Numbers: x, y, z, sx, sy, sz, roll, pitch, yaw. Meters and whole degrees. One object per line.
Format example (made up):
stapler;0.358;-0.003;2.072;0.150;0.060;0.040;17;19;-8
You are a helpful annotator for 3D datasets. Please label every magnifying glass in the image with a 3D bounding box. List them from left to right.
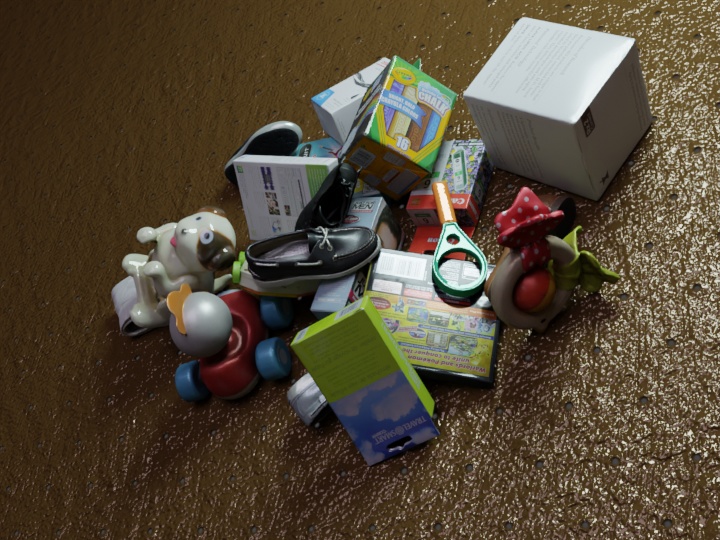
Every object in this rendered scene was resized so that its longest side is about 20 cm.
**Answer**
magnifying glass;0.132;-0.049;1.241;0.078;0.023;0.203;-7;52;-3

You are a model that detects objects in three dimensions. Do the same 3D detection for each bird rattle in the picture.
bird rattle;0.233;0.002;1.105;0.112;0.198;0.165;40;105;43

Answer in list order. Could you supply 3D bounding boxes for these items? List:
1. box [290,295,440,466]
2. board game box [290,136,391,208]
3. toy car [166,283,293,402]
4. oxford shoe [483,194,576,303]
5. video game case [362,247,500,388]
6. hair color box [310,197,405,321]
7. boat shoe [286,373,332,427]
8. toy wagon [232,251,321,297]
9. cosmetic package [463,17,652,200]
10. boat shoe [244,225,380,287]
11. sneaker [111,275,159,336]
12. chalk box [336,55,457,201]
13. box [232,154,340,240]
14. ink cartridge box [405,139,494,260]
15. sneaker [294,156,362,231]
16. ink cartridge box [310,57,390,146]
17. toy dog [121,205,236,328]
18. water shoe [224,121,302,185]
box;0.010;0.148;1.136;0.120;0.202;0.048;-27;14;21
board game box;-0.037;-0.162;1.477;0.196;0.047;0.154;-8;53;25
toy car;-0.226;0.079;1.305;0.181;0.201;0.180;-15;50;19
oxford shoe;0.225;-0.030;1.211;0.070;0.072;0.200;18;56;41
video game case;0.097;0.062;1.198;0.195;0.026;0.184;9;59;8
hair color box;0.000;0.000;1.298;0.060;0.099;0.203;1;58;30
boat shoe;-0.009;0.150;1.224;0.199;0.070;0.072;-35;70;-3
toy wagon;-0.119;-0.003;1.365;0.151;0.041;0.200;4;14;-2
cosmetic package;0.290;-0.238;1.257;0.198;0.165;0.166;26;71;40
boat shoe;-0.070;-0.031;1.236;0.195;0.061;0.075;-11;47;8
sneaker;-0.348;0.034;1.506;0.199;0.073;0.117;-38;47;14
chalk box;0.064;-0.240;1.362;0.125;0.122;0.203;-35;30;62
box;-0.112;-0.114;1.412;0.197;0.147;0.036;8;30;34
ink cartridge box;0.133;-0.110;1.333;0.107;0.051;0.203;1;57;32
sneaker;-0.053;-0.090;1.294;0.202;0.059;0.105;-59;8;24
ink cartridge box;0.025;-0.304;1.491;0.198;0.069;0.116;-30;31;-9
toy dog;-0.272;-0.009;1.379;0.200;0.191;0.142;-46;42;41
water shoe;-0.178;-0.230;1.564;0.198;0.071;0.080;-27;34;38
